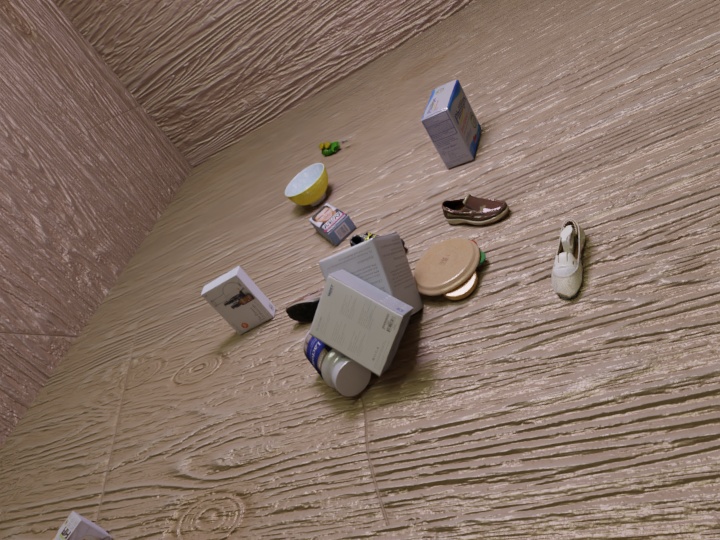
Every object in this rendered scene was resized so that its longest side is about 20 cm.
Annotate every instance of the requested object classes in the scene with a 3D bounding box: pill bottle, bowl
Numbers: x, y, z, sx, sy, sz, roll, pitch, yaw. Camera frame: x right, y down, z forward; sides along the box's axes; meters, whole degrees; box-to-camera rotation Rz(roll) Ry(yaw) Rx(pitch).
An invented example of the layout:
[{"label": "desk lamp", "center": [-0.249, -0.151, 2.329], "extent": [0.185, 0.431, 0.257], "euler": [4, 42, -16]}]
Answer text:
[{"label": "pill bottle", "center": [-0.058, 0.216, 1.300], "extent": [0.116, 0.116, 0.199], "euler": [-43, 31, -8]}, {"label": "bowl", "center": [-0.200, -0.328, 2.154], "extent": [0.197, 0.108, 0.202], "euler": [-26, 33, 18]}]

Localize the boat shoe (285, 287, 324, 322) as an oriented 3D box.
[{"label": "boat shoe", "center": [-0.127, 0.094, 1.582], "extent": [0.196, 0.077, 0.075], "euler": [-16, 31, 19]}]

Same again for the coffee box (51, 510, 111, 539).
[{"label": "coffee box", "center": [-0.750, 0.744, 1.349], "extent": [0.079, 0.115, 0.202], "euler": [-1, 47, 44]}]

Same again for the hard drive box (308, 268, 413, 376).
[{"label": "hard drive box", "center": [-0.001, 0.114, 1.202], "extent": [0.077, 0.197, 0.159], "euler": [-24, -41, -63]}]

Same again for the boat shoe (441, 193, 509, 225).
[{"label": "boat shoe", "center": [0.306, -0.171, 1.456], "extent": [0.199, 0.075, 0.075], "euler": [-4, 45, 43]}]

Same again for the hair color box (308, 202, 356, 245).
[{"label": "hair color box", "center": [-0.103, -0.168, 1.894], "extent": [0.099, 0.061, 0.200], "euler": [-42, 31, -7]}]

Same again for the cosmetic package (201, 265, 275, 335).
[{"label": "cosmetic package", "center": [-0.392, 0.101, 1.715], "extent": [0.148, 0.201, 0.052], "euler": [-26, 32, 20]}]

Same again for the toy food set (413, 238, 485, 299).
[{"label": "toy food set", "center": [0.224, -0.008, 1.360], "extent": [0.197, 0.049, 0.200], "euler": [-6, 44, 42]}]

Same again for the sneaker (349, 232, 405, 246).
[{"label": "sneaker", "center": [0.043, -0.074, 1.597], "extent": [0.197, 0.085, 0.075], "euler": [-8, 42, 40]}]

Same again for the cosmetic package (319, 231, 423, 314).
[{"label": "cosmetic package", "center": [0.029, 0.034, 1.310], "extent": [0.164, 0.205, 0.166], "euler": [-19, 0, 27]}]

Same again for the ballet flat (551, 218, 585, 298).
[{"label": "ballet flat", "center": [0.443, -0.031, 1.146], "extent": [0.066, 0.063, 0.203], "euler": [-12, 41, 37]}]

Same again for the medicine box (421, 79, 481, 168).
[{"label": "medicine box", "center": [0.300, -0.476, 1.732], "extent": [0.101, 0.201, 0.184], "euler": [-12, 39, 35]}]

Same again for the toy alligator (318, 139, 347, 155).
[{"label": "toy alligator", "center": [-0.130, -0.561, 2.440], "extent": [0.197, 0.058, 0.056], "euler": [4, 92, 47]}]
